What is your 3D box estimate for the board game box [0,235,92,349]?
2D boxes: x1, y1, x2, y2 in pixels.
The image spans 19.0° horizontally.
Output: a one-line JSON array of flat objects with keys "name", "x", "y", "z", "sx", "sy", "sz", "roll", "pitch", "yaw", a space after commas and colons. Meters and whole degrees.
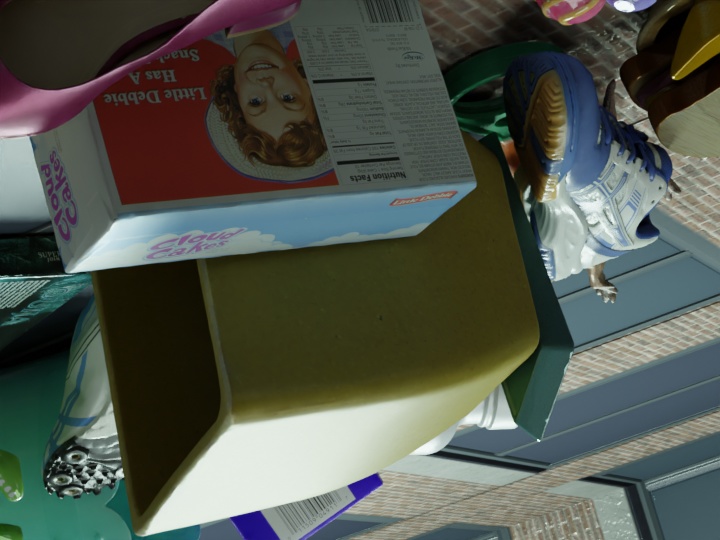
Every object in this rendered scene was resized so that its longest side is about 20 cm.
[{"name": "board game box", "x": -0.264, "y": 0.029, "z": 1.337, "sx": 0.135, "sy": 0.028, "sz": 0.200, "roll": -3, "pitch": 160, "yaw": -42}]

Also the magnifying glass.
[{"name": "magnifying glass", "x": 0.089, "y": -0.094, "z": 1.290, "sx": 0.079, "sy": 0.023, "sz": 0.200, "roll": -17, "pitch": 163, "yaw": 3}]

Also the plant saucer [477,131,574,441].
[{"name": "plant saucer", "x": 0.082, "y": 0.004, "z": 1.220, "sx": 0.019, "sy": 0.201, "sz": 0.070, "roll": 5, "pitch": 127, "yaw": -14}]

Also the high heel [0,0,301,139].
[{"name": "high heel", "x": -0.106, "y": -0.112, "z": 0.910, "sx": 0.199, "sy": 0.068, "sz": 0.096, "roll": -13, "pitch": 166, "yaw": -14}]

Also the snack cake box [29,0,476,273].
[{"name": "snack cake box", "x": -0.055, "y": -0.071, "z": 1.024, "sx": 0.199, "sy": 0.116, "sz": 0.067, "roll": -6, "pitch": 161, "yaw": -32}]

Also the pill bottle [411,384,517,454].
[{"name": "pill bottle", "x": -0.004, "y": 0.059, "z": 1.290, "sx": 0.198, "sy": 0.105, "sz": 0.104, "roll": 0, "pitch": 163, "yaw": -7}]

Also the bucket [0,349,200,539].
[{"name": "bucket", "x": -0.205, "y": 0.153, "z": 1.529, "sx": 0.134, "sy": 0.209, "sz": 0.207, "roll": -8, "pitch": 167, "yaw": 11}]

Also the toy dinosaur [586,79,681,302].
[{"name": "toy dinosaur", "x": 0.114, "y": -0.024, "z": 1.351, "sx": 0.135, "sy": 0.086, "sz": 0.200, "roll": -23, "pitch": 156, "yaw": -37}]

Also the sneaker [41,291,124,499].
[{"name": "sneaker", "x": -0.157, "y": 0.065, "z": 1.372, "sx": 0.071, "sy": 0.073, "sz": 0.201, "roll": 6, "pitch": 128, "yaw": -28}]

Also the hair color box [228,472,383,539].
[{"name": "hair color box", "x": -0.065, "y": 0.134, "z": 1.622, "sx": 0.109, "sy": 0.065, "sz": 0.200, "roll": -34, "pitch": -160, "yaw": -4}]

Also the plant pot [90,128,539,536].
[{"name": "plant pot", "x": -0.021, "y": 0.015, "z": 1.154, "sx": 0.199, "sy": 0.196, "sz": 0.196, "roll": -3, "pitch": 157, "yaw": -23}]

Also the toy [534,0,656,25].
[{"name": "toy", "x": 0.111, "y": -0.151, "z": 1.043, "sx": 0.199, "sy": 0.048, "sz": 0.115, "roll": 0, "pitch": 160, "yaw": -46}]

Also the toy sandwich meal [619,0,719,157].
[{"name": "toy sandwich meal", "x": 0.241, "y": -0.133, "z": 1.203, "sx": 0.204, "sy": 0.071, "sz": 0.205, "roll": -15, "pitch": 165, "yaw": -4}]

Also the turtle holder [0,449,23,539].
[{"name": "turtle holder", "x": -0.277, "y": 0.113, "z": 1.296, "sx": 0.131, "sy": 0.142, "sz": 0.186, "roll": -11, "pitch": 165, "yaw": -15}]

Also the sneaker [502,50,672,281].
[{"name": "sneaker", "x": 0.132, "y": -0.068, "z": 1.215, "sx": 0.087, "sy": 0.076, "sz": 0.200, "roll": -15, "pitch": 154, "yaw": -2}]
